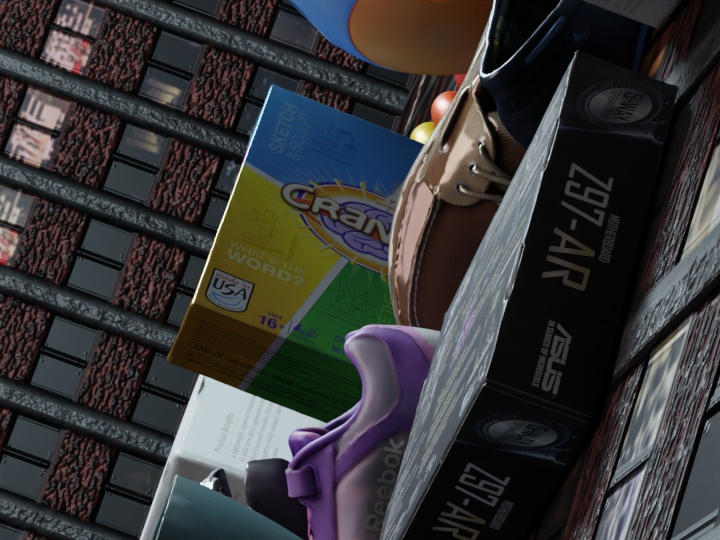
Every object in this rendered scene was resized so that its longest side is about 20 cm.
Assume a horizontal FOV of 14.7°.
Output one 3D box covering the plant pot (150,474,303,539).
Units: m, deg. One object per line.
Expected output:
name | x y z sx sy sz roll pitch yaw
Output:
plant pot | -0.025 0.176 0.811 0.200 0.134 0.201 -161 90 -87

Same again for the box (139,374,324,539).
box | -0.103 0.193 2.315 0.199 0.130 0.201 -74 5 -60

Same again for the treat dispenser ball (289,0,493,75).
treat dispenser ball | 0.042 -0.206 1.520 0.201 0.200 0.202 -160 90 -87

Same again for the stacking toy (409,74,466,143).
stacking toy | 0.051 -0.052 1.646 0.201 0.085 0.085 -63 5 18

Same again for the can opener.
can opener | -0.033 0.180 1.312 0.053 0.067 0.201 -75 -28 -62

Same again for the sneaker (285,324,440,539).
sneaker | 0.002 0.110 1.253 0.080 0.088 0.201 -117 46 -85

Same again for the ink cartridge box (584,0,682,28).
ink cartridge box | 0.054 -0.185 1.114 0.145 0.199 0.085 123 166 -77

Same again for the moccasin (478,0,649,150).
moccasin | 0.093 -0.137 1.229 0.080 0.068 0.201 -29 35 31

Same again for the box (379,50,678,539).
box | 0.059 0.036 1.098 0.200 0.043 0.161 113 176 -54

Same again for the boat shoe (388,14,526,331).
boat shoe | 0.066 -0.054 1.313 0.072 0.075 0.201 169 119 -84

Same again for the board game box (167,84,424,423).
board game box | 0.000 0.000 1.397 0.200 0.152 0.040 -75 7 -54
